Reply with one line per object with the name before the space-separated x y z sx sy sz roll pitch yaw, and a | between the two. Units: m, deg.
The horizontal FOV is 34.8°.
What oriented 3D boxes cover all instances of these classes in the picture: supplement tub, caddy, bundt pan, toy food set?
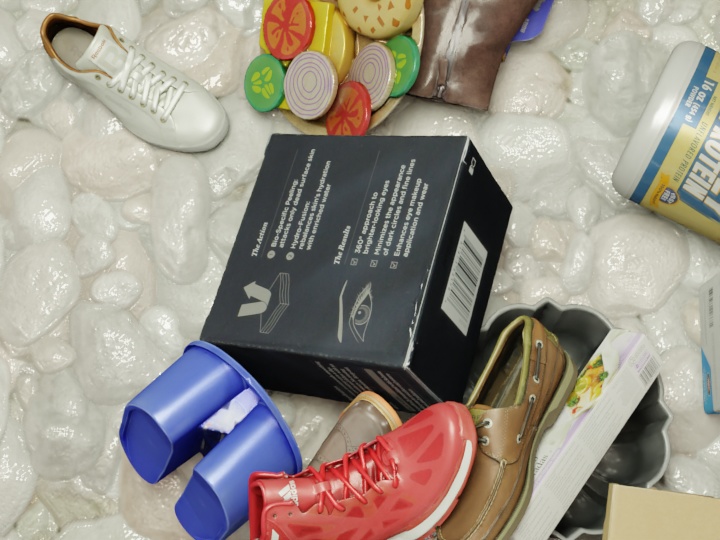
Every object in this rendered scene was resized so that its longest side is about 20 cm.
supplement tub | 0.330 -0.092 0.975 0.198 0.145 0.146 27 84 9
caddy | -0.118 0.140 0.953 0.105 0.200 0.142 -39 82 -27
bundt pan | 0.158 0.131 0.975 0.199 0.076 0.205 2 70 -6
toy food set | -0.022 -0.212 1.032 0.198 0.048 0.201 13 100 37

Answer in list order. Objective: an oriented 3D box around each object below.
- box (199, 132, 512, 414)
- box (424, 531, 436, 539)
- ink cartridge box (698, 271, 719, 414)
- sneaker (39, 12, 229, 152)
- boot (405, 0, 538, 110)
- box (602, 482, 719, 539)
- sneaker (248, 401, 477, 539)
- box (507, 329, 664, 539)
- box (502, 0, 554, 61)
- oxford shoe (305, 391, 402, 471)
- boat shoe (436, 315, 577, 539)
box | 0.000 0.000 0.954 0.198 0.117 0.199 5 66 30
box | 0.092 0.249 0.999 0.110 0.035 0.201 -37 80 -2
ink cartridge box | 0.328 0.054 0.925 0.066 0.200 0.118 0 81 5
sneaker | -0.217 -0.175 1.071 0.198 0.085 0.073 28 83 7
boot | 0.127 -0.227 1.029 0.197 0.072 0.169 9 94 5
box | 0.255 0.270 0.854 0.161 0.021 0.203 7 83 -2
sneaker | -0.009 0.164 0.849 0.201 0.115 0.079 -52 38 21
box | 0.169 0.133 0.908 0.042 0.039 0.201 48 68 -26
box | 0.087 -0.281 1.082 0.198 0.041 0.120 23 84 6
oxford shoe | -0.019 0.181 0.942 0.071 0.201 0.073 39 43 21
boat shoe | 0.099 0.127 0.882 0.071 0.068 0.201 -6 47 43
